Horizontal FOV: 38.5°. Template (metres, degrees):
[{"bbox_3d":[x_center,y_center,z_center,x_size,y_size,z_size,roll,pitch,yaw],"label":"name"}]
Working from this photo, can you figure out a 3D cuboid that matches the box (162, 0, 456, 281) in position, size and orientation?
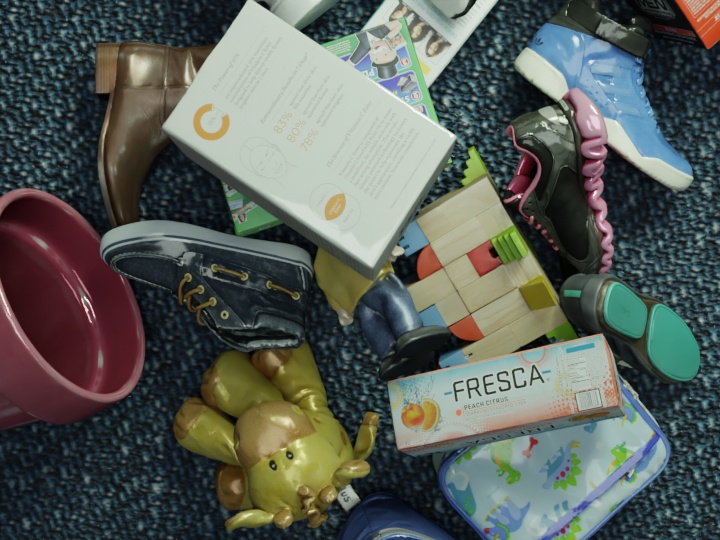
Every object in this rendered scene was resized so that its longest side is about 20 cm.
[{"bbox_3d":[-0.039,-0.101,0.836,0.199,0.098,0.125,34,85,4],"label":"box"}]

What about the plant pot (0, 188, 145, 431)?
[{"bbox_3d":[-0.317,0.058,0.905,0.177,0.200,0.202,-28,96,17],"label":"plant pot"}]

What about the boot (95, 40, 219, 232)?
[{"bbox_3d":[-0.140,-0.124,0.952,0.196,0.064,0.190,-2,98,-6],"label":"boot"}]

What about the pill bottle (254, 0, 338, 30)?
[{"bbox_3d":[-0.092,-0.314,0.904,0.112,0.112,0.201,-37,96,2],"label":"pill bottle"}]

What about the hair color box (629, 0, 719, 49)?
[{"bbox_3d":[0.248,-0.292,0.898,0.061,0.102,0.200,-42,111,3],"label":"hair color box"}]

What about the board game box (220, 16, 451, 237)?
[{"bbox_3d":[-0.034,-0.125,0.904,0.197,0.029,0.137,-18,87,-1],"label":"board game box"}]

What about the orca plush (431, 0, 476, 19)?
[{"bbox_3d":[0.058,-0.323,0.897,0.071,0.105,0.201,-35,87,-41],"label":"orca plush"}]

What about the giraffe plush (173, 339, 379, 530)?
[{"bbox_3d":[-0.071,0.167,0.926,0.199,0.162,0.173,38,93,-4],"label":"giraffe plush"}]

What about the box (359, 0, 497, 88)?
[{"bbox_3d":[0.046,-0.212,0.950,0.082,0.049,0.201,39,93,-4],"label":"box"}]

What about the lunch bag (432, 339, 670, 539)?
[{"bbox_3d":[0.182,0.178,0.979,0.199,0.082,0.161,-40,98,3],"label":"lunch bag"}]

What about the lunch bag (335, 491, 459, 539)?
[{"bbox_3d":[0.020,0.329,0.954,0.135,0.132,0.202,30,94,-12],"label":"lunch bag"}]

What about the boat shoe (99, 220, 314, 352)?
[{"bbox_3d":[-0.140,0.016,0.933,0.197,0.071,0.092,7,60,-9],"label":"boat shoe"}]

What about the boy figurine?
[{"bbox_3d":[0.000,0.000,0.932,0.064,0.125,0.201,-12,59,-32],"label":"boy figurine"}]

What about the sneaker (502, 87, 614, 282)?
[{"bbox_3d":[0.173,-0.062,0.930,0.094,0.079,0.202,-18,123,-7],"label":"sneaker"}]

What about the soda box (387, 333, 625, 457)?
[{"bbox_3d":[0.128,0.112,0.905,0.197,0.068,0.065,-14,70,16],"label":"soda box"}]

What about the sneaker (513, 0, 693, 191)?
[{"bbox_3d":[0.250,-0.170,0.946,0.199,0.077,0.112,39,103,1],"label":"sneaker"}]

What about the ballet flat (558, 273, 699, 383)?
[{"bbox_3d":[0.247,0.052,0.961,0.199,0.073,0.074,29,95,-43],"label":"ballet flat"}]

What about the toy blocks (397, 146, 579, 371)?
[{"bbox_3d":[0.097,0.009,0.961,0.136,0.100,0.202,-29,98,13],"label":"toy blocks"}]
